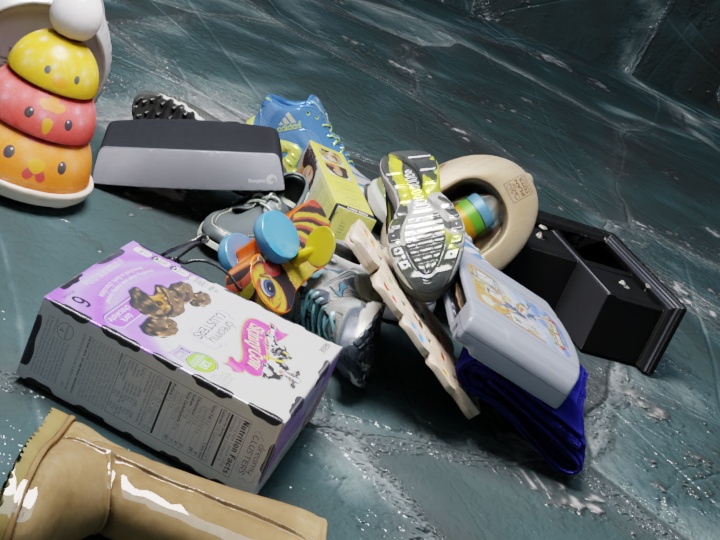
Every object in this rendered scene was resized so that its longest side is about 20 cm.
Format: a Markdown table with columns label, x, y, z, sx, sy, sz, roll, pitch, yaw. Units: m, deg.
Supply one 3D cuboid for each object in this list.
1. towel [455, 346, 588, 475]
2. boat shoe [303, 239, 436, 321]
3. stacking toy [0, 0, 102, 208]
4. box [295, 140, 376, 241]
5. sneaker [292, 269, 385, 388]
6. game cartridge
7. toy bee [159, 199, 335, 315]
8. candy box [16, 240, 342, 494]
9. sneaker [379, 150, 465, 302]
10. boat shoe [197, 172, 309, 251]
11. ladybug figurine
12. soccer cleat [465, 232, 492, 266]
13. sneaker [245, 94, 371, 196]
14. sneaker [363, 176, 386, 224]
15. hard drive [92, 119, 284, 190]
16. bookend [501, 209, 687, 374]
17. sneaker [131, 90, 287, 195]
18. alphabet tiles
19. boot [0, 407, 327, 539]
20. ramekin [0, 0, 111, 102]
| label | x | y | z | sx | sy | sz | roll | pitch | yaw |
| --- | --- | --- | --- | --- | --- | --- | --- | --- | --- |
| towel | 0.161 | 0.100 | 1.264 | 0.147 | 0.050 | 0.200 | 42 | 16 | -4 |
| boat shoe | 0.000 | 0.000 | 1.354 | 0.198 | 0.066 | 0.074 | 13 | 22 | -31 |
| stacking toy | -0.295 | -0.174 | 1.242 | 0.144 | 0.202 | 0.146 | 21 | 20 | -8 |
| box | -0.037 | -0.072 | 1.486 | 0.050 | 0.076 | 0.200 | 19 | 19 | -21 |
| sneaker | -0.025 | 0.049 | 1.218 | 0.085 | 0.079 | 0.200 | 11 | 14 | -2 |
| game cartridge | 0.137 | 0.049 | 1.224 | 0.132 | 0.042 | 0.200 | 28 | 18 | -12 |
| toy bee | -0.087 | 0.011 | 1.176 | 0.198 | 0.131 | 0.110 | -25 | 88 | -34 |
| candy box | -0.131 | 0.069 | 1.013 | 0.198 | 0.072 | 0.168 | 26 | 20 | 5 |
| sneaker | 0.061 | -0.032 | 1.279 | 0.073 | 0.085 | 0.202 | -6 | 41 | 1 |
| boat shoe | -0.108 | -0.062 | 1.388 | 0.072 | 0.062 | 0.200 | 31 | 21 | 12 |
| ladybug figurine | 0.110 | -0.050 | 1.485 | 0.137 | 0.198 | 0.072 | 61 | -11 | 3 |
| soccer cleat | 0.118 | 0.002 | 1.408 | 0.200 | 0.070 | 0.087 | 42 | 28 | -17 |
| sneaker | -0.049 | -0.148 | 1.611 | 0.198 | 0.106 | 0.076 | 24 | 20 | -2 |
| sneaker | 0.089 | -0.057 | 1.547 | 0.200 | 0.089 | 0.077 | 47 | 29 | 17 |
| hard drive | -0.179 | -0.123 | 1.402 | 0.196 | 0.043 | 0.135 | 2 | 22 | -5 |
| bookend | 0.245 | 0.014 | 1.572 | 0.197 | 0.093 | 0.199 | 15 | 22 | -24 |
| sneaker | -0.171 | -0.148 | 1.532 | 0.198 | 0.067 | 0.091 | 28 | 16 | -4 |
| alphabet tiles | 0.049 | 0.043 | 1.220 | 0.201 | 0.014 | 0.196 | 56 | 8 | -7 |
| boot | -0.119 | 0.161 | 0.808 | 0.198 | 0.067 | 0.176 | 24 | 20 | -6 |
| ramekin | -0.343 | -0.225 | 1.333 | 0.198 | 0.202 | 0.105 | 9 | 34 | -37 |
